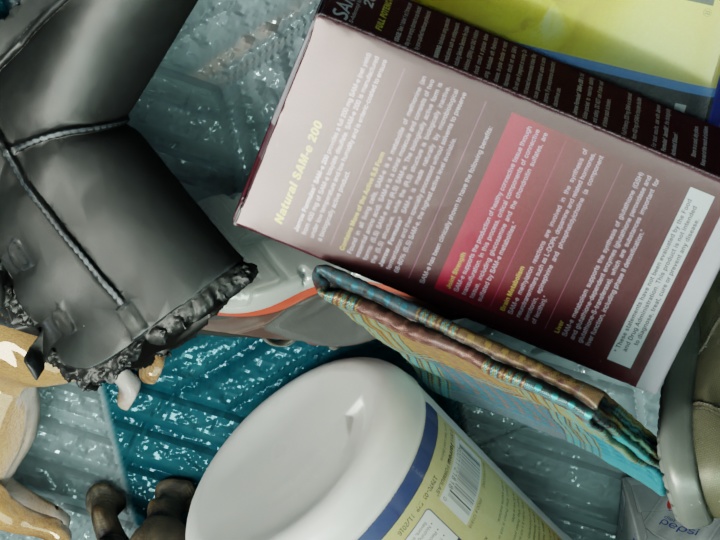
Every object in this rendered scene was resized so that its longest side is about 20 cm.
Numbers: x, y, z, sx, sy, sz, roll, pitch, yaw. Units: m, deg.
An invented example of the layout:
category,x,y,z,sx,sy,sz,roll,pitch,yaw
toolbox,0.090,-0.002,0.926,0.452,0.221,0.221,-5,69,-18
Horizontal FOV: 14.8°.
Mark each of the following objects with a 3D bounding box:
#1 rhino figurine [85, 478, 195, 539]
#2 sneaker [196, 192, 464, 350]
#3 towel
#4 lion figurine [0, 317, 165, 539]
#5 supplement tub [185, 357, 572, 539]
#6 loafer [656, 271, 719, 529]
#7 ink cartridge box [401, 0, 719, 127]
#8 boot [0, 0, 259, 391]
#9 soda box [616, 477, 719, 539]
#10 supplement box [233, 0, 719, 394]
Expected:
category,x,y,z,sx,sy,sz,roll,pitch,yaw
rhino figurine,-0.062,0.188,1.418,0.060,0.087,0.200,-37,116,17
sneaker,0.000,0.000,1.337,0.200,0.077,0.082,0,150,-9
towel,0.066,0.053,1.254,0.147,0.200,0.022,24,85,21
lion figurine,-0.181,0.073,1.362,0.122,0.072,0.200,26,101,-10
supplement tub,0.026,0.154,1.373,0.144,0.144,0.200,-36,116,16
loafer,0.181,0.034,1.286,0.070,0.200,0.075,-5,139,17
ink cartridge box,0.119,-0.117,1.206,0.200,0.047,0.198,14,114,4
boot,-0.104,-0.052,1.244,0.198,0.073,0.163,-36,84,22
soda box,0.167,0.206,1.461,0.068,0.063,0.200,-1,120,-5
supplement box,0.058,-0.038,1.196,0.200,0.061,0.109,23,117,-3
